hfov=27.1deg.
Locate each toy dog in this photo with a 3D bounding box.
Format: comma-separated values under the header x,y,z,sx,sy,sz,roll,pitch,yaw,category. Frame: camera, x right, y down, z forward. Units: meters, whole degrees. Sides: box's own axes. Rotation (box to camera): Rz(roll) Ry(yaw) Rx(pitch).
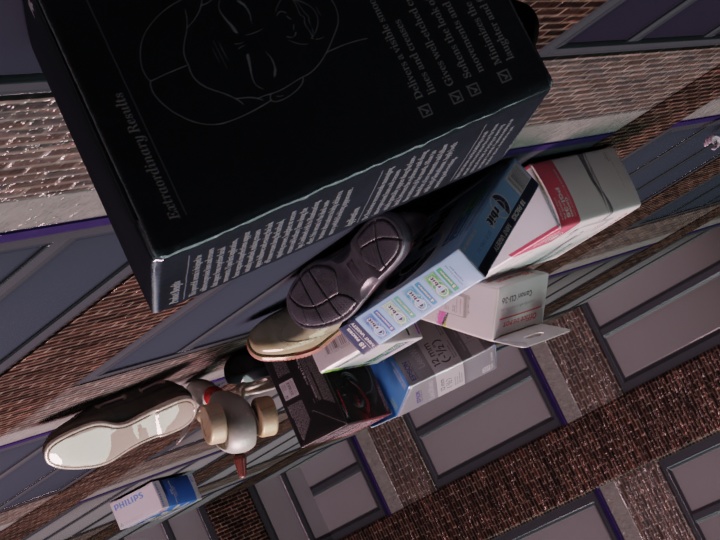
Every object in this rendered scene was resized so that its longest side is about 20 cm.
x,y,z,sx,sy,sz,roll,pitch,yaw,category
-0.168,0.198,1.874,0.130,0.098,0.200,-1,-173,-3,toy dog

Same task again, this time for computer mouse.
x,y,z,sx,sy,sz,roll,pitch,yaw,category
-0.128,0.116,1.969,0.058,0.035,0.200,-6,-176,16,computer mouse

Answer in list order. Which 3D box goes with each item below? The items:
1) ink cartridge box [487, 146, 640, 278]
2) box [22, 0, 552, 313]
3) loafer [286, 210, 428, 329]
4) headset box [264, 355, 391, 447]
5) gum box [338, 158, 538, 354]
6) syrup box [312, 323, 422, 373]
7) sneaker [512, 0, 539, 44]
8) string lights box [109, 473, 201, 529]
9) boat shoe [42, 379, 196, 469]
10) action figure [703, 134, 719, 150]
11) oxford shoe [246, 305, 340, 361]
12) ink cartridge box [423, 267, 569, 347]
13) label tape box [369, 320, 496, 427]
x,y,z,sx,sy,sz,roll,pitch,yaw,category
0.213,-0.067,1.731,0.146,0.084,0.199,-34,168,37,ink cartridge box
-0.037,-0.095,0.698,0.198,0.150,0.107,-24,170,-14,box
0.000,0.000,1.569,0.063,0.072,0.200,-22,167,-47,loafer
-0.042,0.142,1.968,0.074,0.150,0.200,-27,170,17,headset box
0.082,-0.014,1.578,0.199,0.045,0.170,-36,-166,43,gum box
0.002,0.074,1.928,0.078,0.082,0.200,-29,169,19,syrup box
0.042,-0.132,0.967,0.198,0.081,0.115,-29,169,-28,sneaker
-0.402,0.453,2.946,0.102,0.060,0.200,-27,171,13,string lights box
-0.292,0.182,1.781,0.198,0.057,0.068,-17,127,-30,boat shoe
0.548,-0.200,1.987,0.199,0.133,0.150,-18,-136,57,action figure
-0.044,0.040,1.727,0.198,0.071,0.074,-25,145,-7,oxford shoe
0.143,0.029,1.777,0.198,0.068,0.116,17,-160,35,ink cartridge box
0.070,0.109,2.075,0.198,0.144,0.066,-24,145,-12,label tape box
